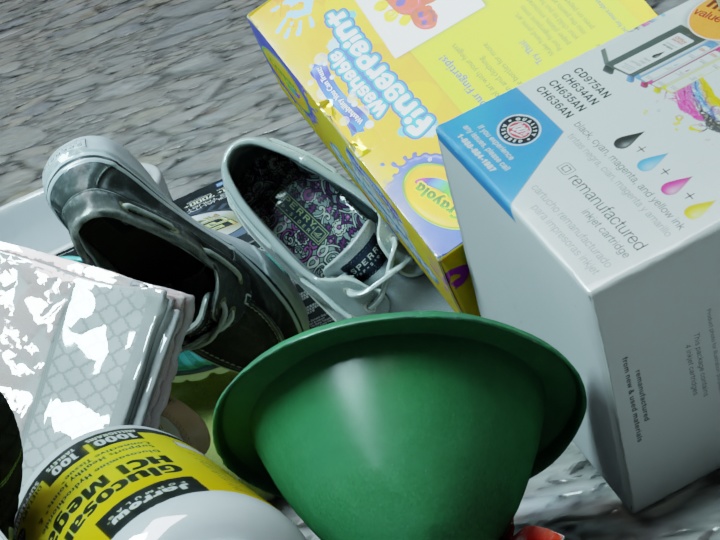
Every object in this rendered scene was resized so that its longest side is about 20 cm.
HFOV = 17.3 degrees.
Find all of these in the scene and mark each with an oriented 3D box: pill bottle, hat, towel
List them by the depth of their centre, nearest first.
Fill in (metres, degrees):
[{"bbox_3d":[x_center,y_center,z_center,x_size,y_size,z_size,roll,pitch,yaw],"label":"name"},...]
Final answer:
[{"bbox_3d":[0.025,0.129,0.995,0.165,0.177,0.200,7,-34,-17],"label":"hat"},{"bbox_3d":[-0.081,0.142,1.040,0.112,0.113,0.200,-28,18,-16],"label":"pill bottle"},{"bbox_3d":[-0.195,0.084,1.193,0.190,0.201,0.032,12,-11,25],"label":"towel"}]

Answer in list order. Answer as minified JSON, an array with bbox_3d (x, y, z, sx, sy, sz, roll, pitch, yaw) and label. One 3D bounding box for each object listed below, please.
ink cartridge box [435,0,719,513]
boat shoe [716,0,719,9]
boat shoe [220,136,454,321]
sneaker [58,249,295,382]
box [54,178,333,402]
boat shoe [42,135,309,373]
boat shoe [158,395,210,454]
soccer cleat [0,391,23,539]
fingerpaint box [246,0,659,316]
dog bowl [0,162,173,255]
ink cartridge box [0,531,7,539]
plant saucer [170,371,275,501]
[{"bbox_3d":[0.164,-0.022,1.088,0.199,0.145,0.147,-27,42,-12],"label":"ink cartridge box"},{"bbox_3d":[0.187,-0.156,1.063,0.072,0.072,0.200,-23,42,-9],"label":"boat shoe"},{"bbox_3d":[0.000,-0.001,1.255,0.070,0.201,0.072,-51,-18,-1],"label":"boat shoe"},{"bbox_3d":[-0.136,0.023,1.344,0.199,0.078,0.080,-6,-13,-1],"label":"sneaker"},{"bbox_3d":[-0.111,0.020,1.477,0.199,0.086,0.164,-24,18,-4],"label":"box"},{"bbox_3d":[-0.098,0.011,1.261,0.072,0.200,0.071,-35,40,19],"label":"boat shoe"},{"bbox_3d":[-0.151,0.084,1.284,0.064,0.072,0.200,-26,25,-28],"label":"boat shoe"},{"bbox_3d":[-0.179,0.140,1.061,0.067,0.201,0.081,-8,35,-31],"label":"soccer cleat"},{"bbox_3d":[0.064,-0.097,1.218,0.167,0.073,0.200,-35,55,-5],"label":"fingerpaint box"},{"bbox_3d":[-0.218,0.003,1.676,0.199,0.079,0.200,-21,17,7],"label":"dog bowl"},{"bbox_3d":[-0.143,0.185,0.939,0.084,0.145,0.200,-29,18,-15],"label":"ink cartridge box"},{"bbox_3d":[-0.077,0.095,1.311,0.199,0.031,0.200,-20,18,7],"label":"plant saucer"}]
